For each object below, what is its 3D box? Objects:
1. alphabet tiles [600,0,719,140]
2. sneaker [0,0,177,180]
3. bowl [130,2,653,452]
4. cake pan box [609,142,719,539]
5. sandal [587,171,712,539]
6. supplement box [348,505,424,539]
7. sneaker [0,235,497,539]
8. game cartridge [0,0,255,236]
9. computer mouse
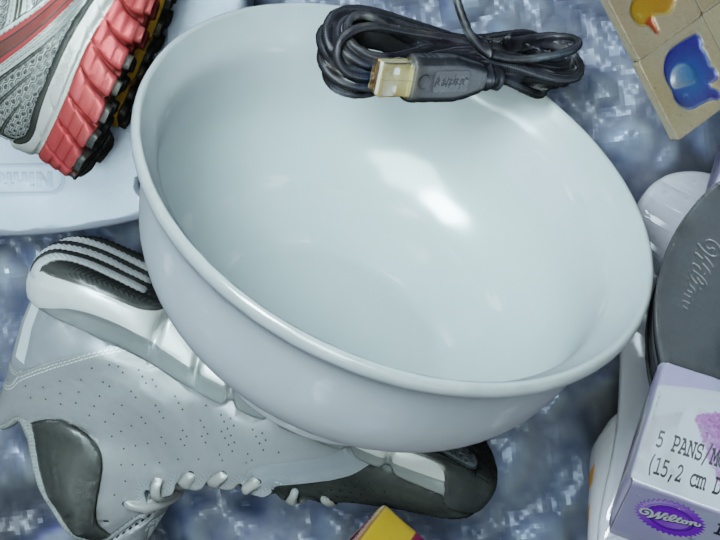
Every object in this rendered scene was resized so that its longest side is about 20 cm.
[{"bbox_3d":[0.143,-0.147,1.027,0.167,0.008,0.201,-36,106,-24],"label":"alphabet tiles"},{"bbox_3d":[-0.098,-0.139,1.033,0.082,0.078,0.201,24,97,3],"label":"sneaker"},{"bbox_3d":[0.000,0.000,1.030,0.200,0.201,0.091,26,128,1],"label":"bowl"},{"bbox_3d":[0.201,0.038,1.028,0.199,0.052,0.185,19,59,4],"label":"cake pan box"},{"bbox_3d":[0.128,0.068,1.085,0.079,0.059,0.208,6,75,-6],"label":"sandal"},{"bbox_3d":[0.032,0.211,1.058,0.200,0.103,0.131,40,129,0],"label":"supplement box"},{"bbox_3d":[-0.052,0.076,1.097,0.199,0.075,0.116,26,107,6],"label":"sneaker"},{"bbox_3d":[-0.140,-0.081,1.098,0.198,0.040,0.134,0,93,5],"label":"game cartridge"},{"bbox_3d":[0.013,-0.156,1.059,0.109,0.044,0.201,-9,80,-29],"label":"computer mouse"}]
